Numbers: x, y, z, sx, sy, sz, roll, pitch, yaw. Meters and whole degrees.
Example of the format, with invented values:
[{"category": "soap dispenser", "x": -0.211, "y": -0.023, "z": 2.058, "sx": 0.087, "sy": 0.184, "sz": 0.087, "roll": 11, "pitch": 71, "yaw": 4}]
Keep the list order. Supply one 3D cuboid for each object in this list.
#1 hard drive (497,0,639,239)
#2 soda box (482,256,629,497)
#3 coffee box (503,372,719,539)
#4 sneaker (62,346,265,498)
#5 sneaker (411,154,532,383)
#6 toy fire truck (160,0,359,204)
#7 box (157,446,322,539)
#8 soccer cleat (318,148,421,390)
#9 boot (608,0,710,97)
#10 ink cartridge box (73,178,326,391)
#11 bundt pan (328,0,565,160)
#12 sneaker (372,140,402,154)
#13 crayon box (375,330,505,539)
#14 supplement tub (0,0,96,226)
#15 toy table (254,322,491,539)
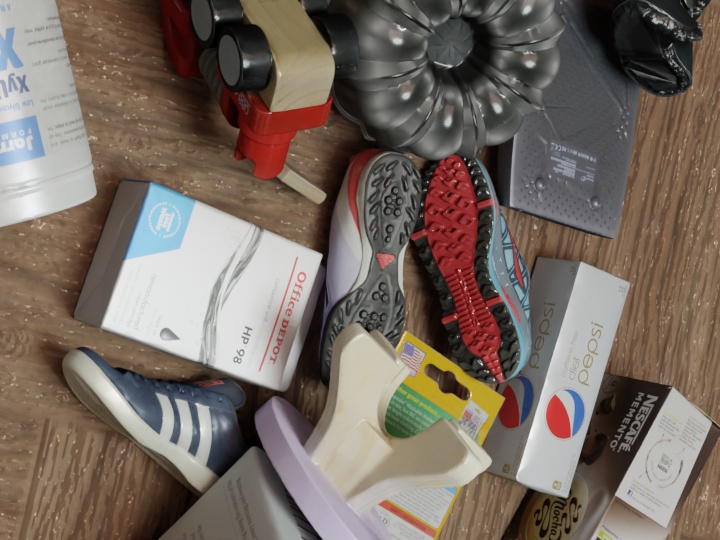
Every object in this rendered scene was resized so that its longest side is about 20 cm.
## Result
[{"category": "hard drive", "x": 0.183, "y": -0.138, "z": 1.328, "sx": 0.134, "sy": 0.042, "sz": 0.203, "roll": 14, "pitch": 79, "yaw": -31}, {"category": "soda box", "x": 0.171, "y": 0.094, "z": 1.332, "sx": 0.063, "sy": 0.068, "sz": 0.202, "roll": 20, "pitch": 83, "yaw": -29}, {"category": "coffee box", "x": 0.223, "y": 0.200, "z": 1.345, "sx": 0.080, "sy": 0.113, "sz": 0.201, "roll": 38, "pitch": 76, "yaw": -26}, {"category": "sneaker", "x": -0.142, "y": 0.104, "z": 1.153, "sx": 0.085, "sy": 0.075, "sz": 0.200, "roll": -54, "pitch": 126, "yaw": -14}, {"category": "sneaker", "x": 0.101, "y": -0.004, "z": 1.296, "sx": 0.095, "sy": 0.078, "sz": 0.203, "roll": -3, "pitch": 82, "yaw": -66}, {"category": "toy fire truck", "x": -0.080, "y": -0.143, "z": 1.144, "sx": 0.127, "sy": 0.177, "sz": 0.201, "roll": -13, "pitch": 142, "yaw": -29}, {"category": "box", "x": -0.053, "y": 0.287, "z": 1.110, "sx": 0.171, "sy": 0.199, "sz": 0.200, "roll": -44, "pitch": 120, "yaw": 8}, {"category": "soccer cleat", "x": 0.000, "y": 0.000, "z": 1.229, "sx": 0.067, "sy": 0.073, "sz": 0.203, "roll": 8, "pitch": 96, "yaw": -27}, {"category": "boot", "x": 0.253, "y": -0.272, "z": 1.305, "sx": 0.201, "sy": 0.076, "sz": 0.169, "roll": 61, "pitch": 33, "yaw": -29}, {"category": "ink cartridge box", "x": -0.108, "y": 0.018, "z": 1.167, "sx": 0.198, "sy": 0.066, "sz": 0.117, "roll": 22, "pitch": 82, "yaw": -30}, {"category": "bundt pan", "x": 0.071, "y": -0.173, "z": 1.155, "sx": 0.199, "sy": 0.076, "sz": 0.204, "roll": -7, "pitch": 116, "yaw": -15}, {"category": "sneaker", "x": 0.066, "y": -0.183, "z": 1.265, "sx": 0.087, "sy": 0.074, "sz": 0.200, "roll": 40, "pitch": 81, "yaw": 9}, {"category": "crayon box", "x": 0.024, "y": 0.165, "z": 1.263, "sx": 0.125, "sy": 0.051, "sz": 0.202, "roll": 34, "pitch": 78, "yaw": -27}, {"category": "supplement tub", "x": -0.264, "y": -0.135, "z": 1.029, "sx": 0.131, "sy": 0.132, "sz": 0.203, "roll": -18, "pitch": 101, "yaw": -27}, {"category": "toy table", "x": 0.010, "y": 0.133, "z": 1.123, "sx": 0.117, "sy": 0.200, "sz": 0.184, "roll": -42, "pitch": 137, "yaw": 3}]
